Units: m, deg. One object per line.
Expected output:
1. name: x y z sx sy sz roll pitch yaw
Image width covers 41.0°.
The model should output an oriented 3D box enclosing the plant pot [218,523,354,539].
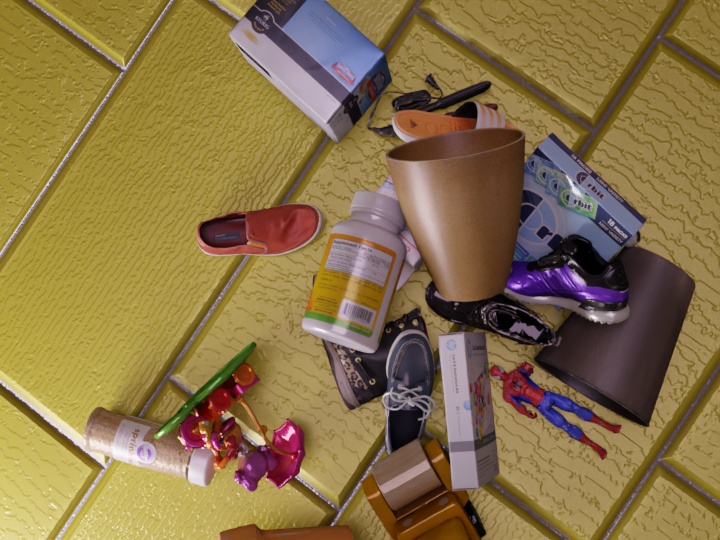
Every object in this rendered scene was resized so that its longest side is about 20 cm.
1. plant pot: -0.087 0.438 1.328 0.180 0.200 0.204 -13 83 -11

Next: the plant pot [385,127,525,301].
1. plant pot: 0.139 -0.070 1.278 0.182 0.187 0.204 -9 107 6

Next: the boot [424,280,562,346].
1. boot: 0.179 0.055 1.325 0.196 0.174 0.071 19 91 8

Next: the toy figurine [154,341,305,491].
1. toy figurine: -0.163 0.235 1.365 0.185 0.150 0.200 49 50 -3

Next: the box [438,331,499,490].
1. box: 0.151 0.188 1.326 0.040 0.156 0.205 -8 83 17

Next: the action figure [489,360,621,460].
1. action figure: 0.268 0.188 1.347 0.198 0.099 0.066 30 88 11

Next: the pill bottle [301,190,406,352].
1. pill bottle: 0.000 0.000 1.316 0.109 0.111 0.204 17 81 8

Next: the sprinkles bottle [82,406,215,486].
1. sprinkles bottle: -0.307 0.259 1.420 0.196 0.068 0.070 14 87 8

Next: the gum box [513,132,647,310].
1. gum box: 0.268 -0.062 1.321 0.170 0.201 0.044 45 53 8

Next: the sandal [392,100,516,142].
1. sandal: 0.147 -0.204 1.368 0.203 0.059 0.080 4 57 -21

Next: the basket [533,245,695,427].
1. basket: 0.362 0.080 1.327 0.178 0.136 0.202 28 84 24

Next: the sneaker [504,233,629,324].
1. sneaker: 0.270 -0.004 1.284 0.198 0.069 0.101 16 123 39

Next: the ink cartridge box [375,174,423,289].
1. ink cartridge box: 0.075 -0.083 1.404 0.116 0.067 0.201 40 90 8

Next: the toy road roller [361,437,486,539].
1. toy road roller: 0.098 0.345 1.303 0.121 0.146 0.202 -29 111 3

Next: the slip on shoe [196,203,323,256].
1. slip on shoe: -0.152 -0.060 1.433 0.196 0.061 0.076 -6 83 5

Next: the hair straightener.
1. hair straightener: 0.101 -0.250 1.436 0.196 0.041 0.079 -14 83 10

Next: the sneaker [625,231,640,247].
1. sneaker: 0.307 -0.081 1.358 0.199 0.075 0.082 40 101 36

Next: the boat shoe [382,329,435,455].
1. boat shoe: 0.065 0.184 1.347 0.073 0.062 0.204 8 111 -5

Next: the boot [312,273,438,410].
1. boot: 0.019 0.085 1.394 0.148 0.073 0.204 -17 87 6

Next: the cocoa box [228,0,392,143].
1. cocoa box: -0.069 -0.312 1.408 0.200 0.133 0.132 42 90 8
